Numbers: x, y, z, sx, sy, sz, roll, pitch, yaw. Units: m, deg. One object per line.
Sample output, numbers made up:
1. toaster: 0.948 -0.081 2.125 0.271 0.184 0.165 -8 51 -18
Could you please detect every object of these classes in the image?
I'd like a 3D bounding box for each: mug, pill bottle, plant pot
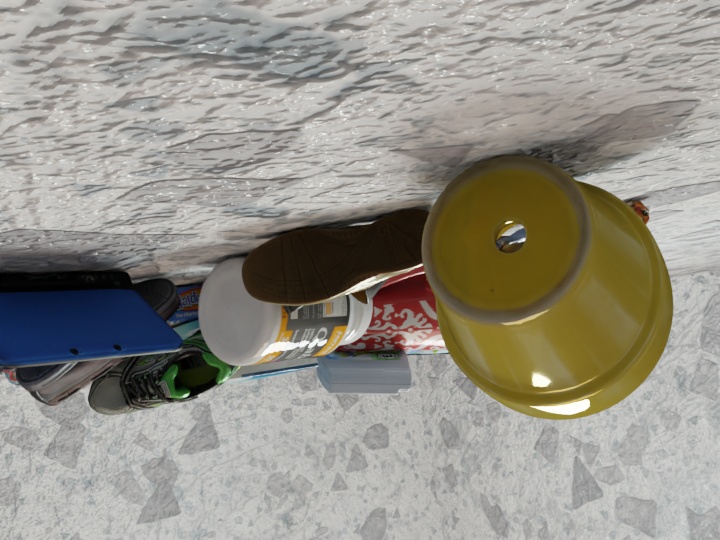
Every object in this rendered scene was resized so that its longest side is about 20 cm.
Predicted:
1. mug: 0.055 0.035 1.254 0.197 0.179 0.134 -4 -150 -4
2. pill bottle: -0.079 0.043 1.009 0.115 0.118 0.199 -13 172 35
3. plant pot: 0.141 0.004 0.715 0.199 0.203 0.189 -11 157 21

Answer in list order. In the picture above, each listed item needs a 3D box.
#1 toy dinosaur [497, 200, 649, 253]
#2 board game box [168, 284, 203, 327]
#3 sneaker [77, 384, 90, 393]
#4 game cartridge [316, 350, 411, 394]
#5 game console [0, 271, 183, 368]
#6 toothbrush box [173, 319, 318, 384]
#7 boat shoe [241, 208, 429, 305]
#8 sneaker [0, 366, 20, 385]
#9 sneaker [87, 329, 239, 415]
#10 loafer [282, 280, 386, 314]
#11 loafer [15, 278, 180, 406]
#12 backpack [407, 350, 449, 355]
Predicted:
1. toy dinosaur: 0.233 -0.045 1.023 0.180 0.106 0.200 -20 -146 -15
2. board game box: -0.216 0.052 1.217 0.150 0.046 0.200 -8 173 -10
3. sneaker: -0.332 0.083 1.085 0.199 0.082 0.074 -34 -158 14
4. game cartridge: 0.001 0.129 1.283 0.132 0.041 0.200 -3 -167 -2
5. game console: -0.305 0.067 0.853 0.170 0.119 0.199 -35 158 35
6. toothbrush box: -0.172 0.107 1.177 0.145 0.086 0.199 -4 172 -38
7. boat shoe: -0.015 -0.007 0.855 0.197 0.072 0.065 -11 173 7
8. sneaker: -0.389 0.083 1.024 0.078 0.097 0.200 -8 174 -11
9. sneaker: -0.229 0.118 1.012 0.198 0.079 0.085 -22 -168 13
10. loafer: 0.000 0.000 0.933 0.198 0.073 0.073 -7 173 -18
11. loafer: -0.290 0.081 1.007 0.199 0.072 0.063 -32 136 -11
12. backpack: 0.153 0.067 1.413 0.198 0.156 0.163 10 -157 24
